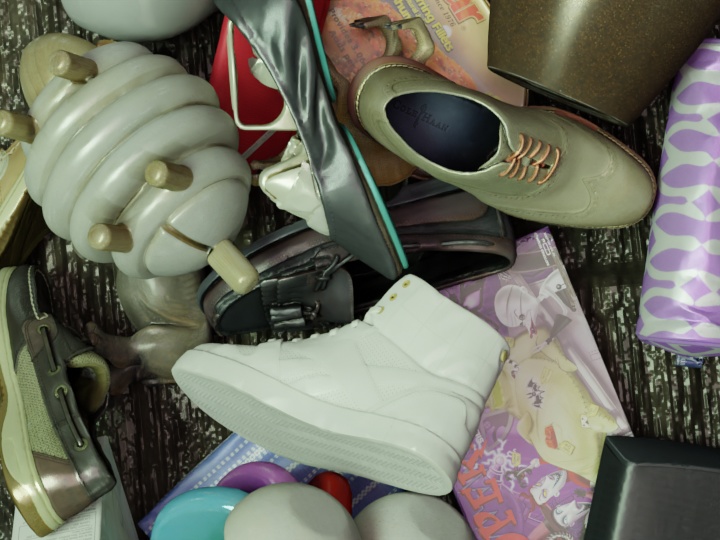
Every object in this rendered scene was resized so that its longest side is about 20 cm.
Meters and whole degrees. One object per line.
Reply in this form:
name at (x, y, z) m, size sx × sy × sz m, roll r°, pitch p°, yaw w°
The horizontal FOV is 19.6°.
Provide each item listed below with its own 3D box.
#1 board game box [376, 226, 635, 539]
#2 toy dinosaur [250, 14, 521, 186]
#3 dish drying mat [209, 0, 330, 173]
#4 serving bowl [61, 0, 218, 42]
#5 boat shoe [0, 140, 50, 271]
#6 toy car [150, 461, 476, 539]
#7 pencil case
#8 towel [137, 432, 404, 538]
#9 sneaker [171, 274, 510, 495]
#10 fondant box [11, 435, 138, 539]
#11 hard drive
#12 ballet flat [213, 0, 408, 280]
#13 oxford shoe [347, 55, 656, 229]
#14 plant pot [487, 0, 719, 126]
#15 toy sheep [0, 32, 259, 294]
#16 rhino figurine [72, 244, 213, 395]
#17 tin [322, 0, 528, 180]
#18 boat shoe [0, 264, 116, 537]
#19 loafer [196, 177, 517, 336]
board game box at (0.101, 0.087, 1.299) m, size 0.119 × 0.032 × 0.201 m, roll -23°, pitch 88°, yaw 6°
toy dinosaur at (0.022, -0.103, 1.267) m, size 0.198 × 0.058 × 0.102 m, roll -12°, pitch 105°, yaw -6°
dish drying mat at (-0.052, -0.143, 1.252) m, size 0.018 × 0.076 × 0.201 m, roll 41°, pitch 126°, yaw 40°
serving bowl at (-0.093, -0.218, 1.225) m, size 0.065 × 0.200 × 0.201 m, roll 30°, pitch 90°, yaw 16°
boat shoe at (-0.230, -0.041, 1.296) m, size 0.066 × 0.074 × 0.201 m, roll 31°, pitch 85°, yaw 16°
toy car at (-0.039, 0.179, 1.219) m, size 0.199 × 0.150 × 0.176 m, roll 8°, pitch 128°, yaw -34°
pencil case at (0.220, -0.040, 1.265) m, size 0.085 × 0.084 × 0.202 m, roll 7°, pitch 88°, yaw 7°
towel at (-0.026, 0.186, 1.305) m, size 0.145 × 0.024 × 0.200 m, roll -42°, pitch 87°, yaw 1°
sneaker at (-0.007, 0.054, 1.230) m, size 0.199 × 0.074 × 0.116 m, roll 15°, pitch 61°, yaw 29°
fondant box at (-0.159, 0.216, 1.202) m, size 0.058 × 0.201 × 0.145 m, roll -10°, pitch 123°, yaw 3°
hard drive at (0.234, 0.181, 1.265) m, size 0.198 × 0.042 × 0.136 m, roll 13°, pitch 89°, yaw -8°
ballet flat at (-0.035, -0.081, 1.199) m, size 0.072 × 0.073 × 0.202 m, roll -20°, pitch 99°, yaw 3°
oxford shoe at (0.088, -0.064, 1.220) m, size 0.198 × 0.074 × 0.071 m, roll 17°, pitch 102°, yaw -14°
plant pot at (0.153, -0.195, 1.227) m, size 0.186 × 0.187 × 0.201 m, roll 23°, pitch 93°, yaw 3°
toy sheep at (-0.129, -0.060, 1.202) m, size 0.138 × 0.138 × 0.200 m, roll -38°, pitch 75°, yaw 2°
rhino figurine at (-0.134, -0.023, 1.295) m, size 0.087 × 0.060 × 0.202 m, roll -1°, pitch 88°, yaw -18°
tin at (0.027, -0.149, 1.303) m, size 0.111 × 0.042 × 0.201 m, roll -32°, pitch 87°, yaw 6°
boat shoe at (-0.177, 0.069, 1.221) m, size 0.064 × 0.073 × 0.201 m, roll -18°, pitch 46°, yaw 2°
loafer at (0.000, 0.000, 1.264) m, size 0.198 × 0.072 × 0.063 m, roll -22°, pitch 60°, yaw -6°
